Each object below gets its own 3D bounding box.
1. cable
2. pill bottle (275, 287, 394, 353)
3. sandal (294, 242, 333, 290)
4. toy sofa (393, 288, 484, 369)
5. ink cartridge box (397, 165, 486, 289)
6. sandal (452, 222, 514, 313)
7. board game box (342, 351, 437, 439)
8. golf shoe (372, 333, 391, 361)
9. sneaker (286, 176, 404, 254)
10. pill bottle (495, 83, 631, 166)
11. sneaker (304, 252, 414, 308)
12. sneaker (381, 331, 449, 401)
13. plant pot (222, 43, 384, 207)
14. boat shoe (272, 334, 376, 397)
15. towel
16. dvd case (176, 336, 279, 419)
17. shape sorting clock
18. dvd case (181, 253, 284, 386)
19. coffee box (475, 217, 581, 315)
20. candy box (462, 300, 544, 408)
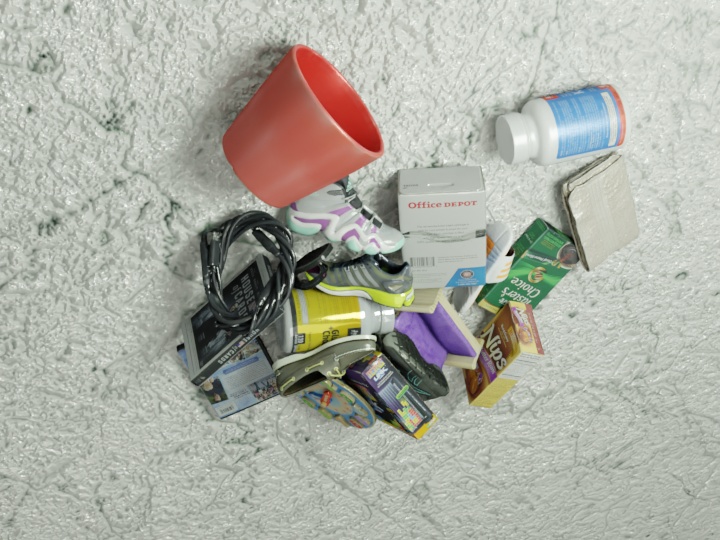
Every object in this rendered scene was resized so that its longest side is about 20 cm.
[{"bbox_3d":[-0.177,0.007,1.385,0.163,0.201,0.051,-12,164,13],"label":"cable"},{"bbox_3d":[-0.046,0.082,1.533,0.199,0.112,0.112,-5,127,-14],"label":"pill bottle"},{"bbox_3d":[-0.090,0.006,1.437,0.048,0.200,0.075,49,58,-6],"label":"sandal"},{"bbox_3d":[0.145,0.116,1.608,0.083,0.098,0.200,2,144,39],"label":"toy sofa"},{"bbox_3d":[0.140,-0.072,1.477,0.144,0.084,0.201,-3,128,4],"label":"ink cartridge box"},{"bbox_3d":[0.235,-0.003,1.590,0.059,0.079,0.207,8,131,-24],"label":"sandal"},{"bbox_3d":[0.032,0.213,1.569,0.057,0.200,0.165,-45,106,-14],"label":"board game box"},{"bbox_3d":[0.090,0.168,1.667,0.088,0.077,0.200,-34,133,-7],"label":"golf shoe"},{"bbox_3d":[-0.014,-0.111,1.401,0.199,0.078,0.140,13,116,-3],"label":"sneaker"},{"bbox_3d":[0.330,-0.234,1.421,0.199,0.112,0.113,-13,128,-9],"label":"pill bottle"},{"bbox_3d":[0.000,0.000,1.485,0.199,0.074,0.081,11,120,6],"label":"sneaker"},{"bbox_3d":[0.088,0.187,1.581,0.079,0.076,0.200,-29,130,18],"label":"sneaker"},{"bbox_3d":[-0.093,-0.199,1.275,0.177,0.201,0.200,-35,129,22],"label":"plant pot"},{"bbox_3d":[-0.059,0.164,1.494,0.201,0.060,0.072,-21,153,20],"label":"boat shoe"},{"bbox_3d":[0.440,-0.106,1.574,0.132,0.034,0.200,-33,124,-10],"label":"towel"},{"bbox_3d":[-0.235,0.184,1.607,0.142,0.018,0.200,-23,128,-1],"label":"dvd case"},{"bbox_3d":[-0.061,0.238,1.614,0.039,0.200,0.200,-54,135,-28],"label":"shape sorting clock"},{"bbox_3d":[-0.218,0.081,1.451,0.200,0.150,0.025,-41,128,14],"label":"dvd case"},{"bbox_3d":[0.317,0.006,1.637,0.123,0.044,0.200,28,114,-34],"label":"coffee box"},{"bbox_3d":[0.266,0.163,1.656,0.056,0.117,0.200,12,138,-22],"label":"candy box"}]
